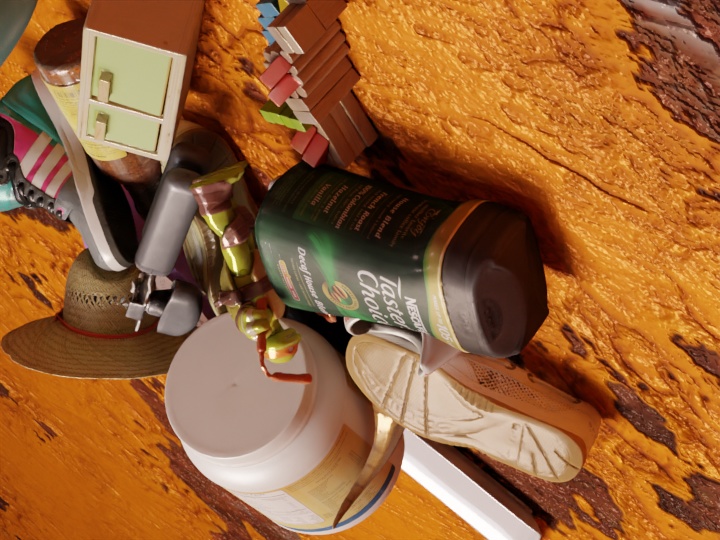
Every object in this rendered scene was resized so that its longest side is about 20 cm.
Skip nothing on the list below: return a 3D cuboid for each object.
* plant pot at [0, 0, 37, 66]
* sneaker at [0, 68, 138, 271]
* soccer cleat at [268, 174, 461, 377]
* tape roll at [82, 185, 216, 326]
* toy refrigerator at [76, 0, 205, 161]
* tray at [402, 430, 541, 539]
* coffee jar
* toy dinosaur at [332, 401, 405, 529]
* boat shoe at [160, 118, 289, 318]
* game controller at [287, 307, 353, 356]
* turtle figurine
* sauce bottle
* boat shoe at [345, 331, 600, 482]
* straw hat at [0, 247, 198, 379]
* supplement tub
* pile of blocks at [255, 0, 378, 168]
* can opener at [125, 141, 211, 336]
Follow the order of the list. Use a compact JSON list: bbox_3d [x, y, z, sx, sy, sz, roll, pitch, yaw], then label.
[{"bbox_3d":[-0.340,-0.224,1.639,0.200,0.161,0.201,35,159,16],"label":"plant pot"},{"bbox_3d":[-0.272,-0.065,1.792,0.200,0.121,0.084,65,-169,24],"label":"sneaker"},{"bbox_3d":[0.000,0.000,1.579,0.200,0.085,0.069,36,160,15],"label":"soccer cleat"},{"bbox_3d":[-0.155,0.007,1.914,0.200,0.066,0.200,36,158,17],"label":"tape roll"},{"bbox_3d":[-0.163,-0.150,1.562,0.076,0.070,0.200,15,160,-4],"label":"toy refrigerator"},{"bbox_3d":[0.080,0.180,1.895,0.200,0.022,0.107,38,159,11],"label":"tray"},{"bbox_3d":[0.031,-0.007,1.463,0.200,0.085,0.104,13,139,34],"label":"coffee jar"},{"bbox_3d":[0.031,0.101,1.686,0.060,0.106,0.201,-129,42,-59],"label":"toy dinosaur"},{"bbox_3d":[-0.114,-0.032,1.735,0.063,0.073,0.201,38,155,58],"label":"boat shoe"},{"bbox_3d":[-0.009,0.030,1.744,0.104,0.042,0.200,26,160,1],"label":"game controller"},{"bbox_3d":[-0.079,0.003,1.580,0.200,0.064,0.162,-44,-65,-72],"label":"turtle figurine"},{"bbox_3d":[-0.201,-0.116,1.744,0.066,0.066,0.200,26,153,37],"label":"sauce bottle"},{"bbox_3d":[0.086,0.091,1.606,0.200,0.069,0.071,26,130,14],"label":"boat shoe"},{"bbox_3d":[-0.211,0.024,1.806,0.201,0.201,0.085,18,111,49],"label":"straw hat"},{"bbox_3d":[-0.061,0.123,1.730,0.144,0.145,0.200,30,172,30],"label":"supplement tub"},{"bbox_3d":[-0.048,-0.133,1.430,0.082,0.062,0.200,32,157,26],"label":"pile of blocks"},{"bbox_3d":[-0.141,-0.018,1.679,0.067,0.053,0.200,17,140,-8],"label":"can opener"}]
